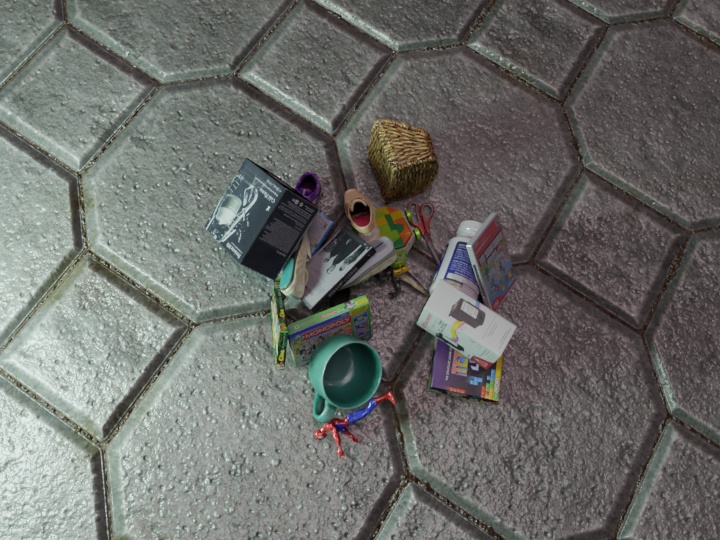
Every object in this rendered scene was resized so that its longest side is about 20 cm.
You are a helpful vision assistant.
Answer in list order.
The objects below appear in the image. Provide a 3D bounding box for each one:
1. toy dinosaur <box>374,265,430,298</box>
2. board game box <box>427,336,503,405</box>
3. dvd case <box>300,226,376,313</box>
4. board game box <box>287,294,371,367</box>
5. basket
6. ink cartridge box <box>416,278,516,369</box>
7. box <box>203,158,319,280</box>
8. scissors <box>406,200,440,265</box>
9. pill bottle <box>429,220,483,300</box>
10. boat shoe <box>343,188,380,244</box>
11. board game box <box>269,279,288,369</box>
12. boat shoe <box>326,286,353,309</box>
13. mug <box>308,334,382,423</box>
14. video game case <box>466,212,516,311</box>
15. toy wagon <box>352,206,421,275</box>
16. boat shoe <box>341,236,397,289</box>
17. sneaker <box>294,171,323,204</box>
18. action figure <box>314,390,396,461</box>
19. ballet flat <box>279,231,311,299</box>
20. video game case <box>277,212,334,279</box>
[{"bbox_3d":[0.087,0.013,1.730,0.088,0.048,0.200,-40,82,-24],"label":"toy dinosaur"},{"bbox_3d":[0.255,0.200,1.671,0.162,0.057,0.203,11,69,-3],"label":"board game box"},{"bbox_3d":[-0.071,-0.006,1.634,0.200,0.025,0.150,-45,36,-4],"label":"dvd case"},{"bbox_3d":[-0.070,0.141,1.619,0.197,0.136,0.029,-21,52,-12],"label":"board game box"},{"bbox_3d":[0.110,-0.287,1.756,0.140,0.200,0.151,-17,72,-10],"label":"basket"},{"bbox_3d":[0.235,0.124,1.591,0.198,0.146,0.083,32,72,8],"label":"ink cartridge box"},{"bbox_3d":[-0.232,-0.120,1.629,0.199,0.123,0.198,38,98,44],"label":"box"},{"bbox_3d":[0.163,-0.086,1.790,0.072,0.014,0.204,-4,72,-10],"label":"scissors"},{"bbox_3d":[0.254,-0.014,1.714,0.118,0.120,0.203,22,69,3],"label":"pill bottle"},{"bbox_3d":[0.000,-0.147,1.729,0.073,0.070,0.201,-23,45,-2],"label":"boat shoe"},{"bbox_3d":[-0.184,0.118,1.579,0.023,0.106,0.201,0,31,-12],"label":"board game box"},{"bbox_3d":[-0.049,0.041,1.696,0.071,0.060,0.205,2,70,-4],"label":"boat shoe"},{"bbox_3d":[-0.054,0.230,1.583,0.183,0.114,0.154,-29,111,-20],"label":"mug"},{"bbox_3d":[0.317,-0.015,1.684,0.017,0.202,0.143,4,37,39],"label":"video game case"},{"bbox_3d":[0.071,-0.076,1.727,0.153,0.040,0.202,-20,49,-3],"label":"toy wagon"},{"bbox_3d":[0.000,0.000,1.643,0.198,0.062,0.072,-32,36,4],"label":"boat shoe"},{"bbox_3d":[-0.146,-0.161,1.746,0.079,0.089,0.203,15,70,-1],"label":"sneaker"},{"bbox_3d":[-0.004,0.354,1.579,0.197,0.065,0.100,-22,81,-2],"label":"action figure"},{"bbox_3d":[-0.147,-0.019,1.641,0.062,0.067,0.203,35,47,-33],"label":"ballet flat"},{"bbox_3d":[-0.173,-0.071,1.706,0.142,0.018,0.202,34,94,7],"label":"video game case"}]
